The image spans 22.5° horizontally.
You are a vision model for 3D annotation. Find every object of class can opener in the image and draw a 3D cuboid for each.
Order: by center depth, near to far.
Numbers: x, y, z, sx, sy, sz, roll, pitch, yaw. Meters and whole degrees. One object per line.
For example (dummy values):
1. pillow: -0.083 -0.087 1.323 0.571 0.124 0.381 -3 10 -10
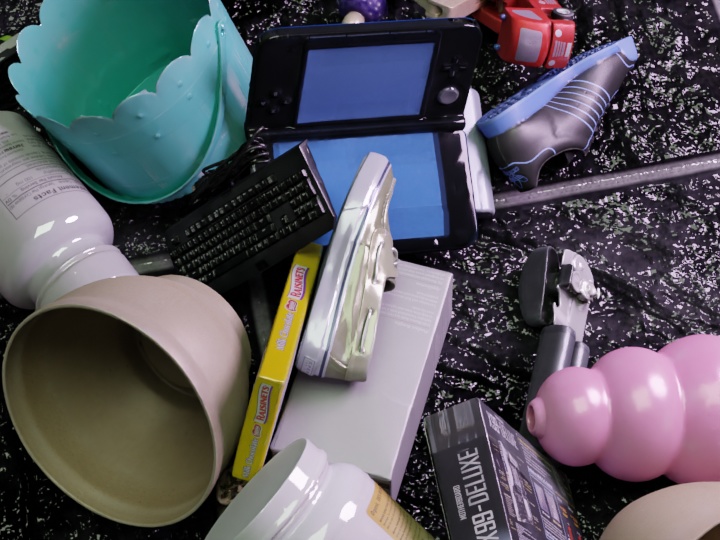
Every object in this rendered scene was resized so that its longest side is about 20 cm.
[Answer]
1. can opener: 0.163 0.072 1.539 0.066 0.053 0.202 -12 52 34

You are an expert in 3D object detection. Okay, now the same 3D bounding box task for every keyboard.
1. keyboard: -0.108 -0.046 1.513 0.039 0.199 0.105 -16 80 -47

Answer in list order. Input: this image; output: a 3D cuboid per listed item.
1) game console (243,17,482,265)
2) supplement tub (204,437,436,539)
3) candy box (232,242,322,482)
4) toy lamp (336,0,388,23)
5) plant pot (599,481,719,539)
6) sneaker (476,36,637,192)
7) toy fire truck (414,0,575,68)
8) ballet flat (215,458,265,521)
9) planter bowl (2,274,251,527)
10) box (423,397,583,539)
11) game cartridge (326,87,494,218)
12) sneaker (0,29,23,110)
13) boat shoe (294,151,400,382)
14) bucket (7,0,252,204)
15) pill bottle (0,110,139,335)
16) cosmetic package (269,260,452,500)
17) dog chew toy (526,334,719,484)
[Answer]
1. game console: 0.009 -0.110 1.529 0.198 0.171 0.119 -6 51 -15
2. supplement tub: -0.010 0.236 1.348 0.200 0.144 0.145 44 66 -8
3. candy box: -0.065 0.070 1.457 0.026 0.103 0.201 14 33 0
4. toy lamp: -0.031 -0.175 1.669 0.058 0.058 0.201 15 60 9
5. plant pot: 0.251 0.242 1.373 0.199 0.202 0.134 -31 30 -17
6. sneaker: 0.190 -0.144 1.650 0.199 0.070 0.078 -34 100 -30
7. toy fire truck: 0.105 -0.250 1.679 0.140 0.049 0.200 0 32 -16
8. ballet flat: -0.084 0.238 1.429 0.067 0.046 0.202 -26 60 27
9. planter bowl: -0.170 0.085 1.459 0.199 0.202 0.135 25 37 14
10. box: 0.122 0.204 1.371 0.049 0.200 0.159 -22 60 17
11. game cartridge: 0.017 -0.107 1.605 0.198 0.040 0.135 -4 74 -15
12. sneaker: -0.377 -0.177 1.661 0.199 0.072 0.083 -36 65 -18
13. boat shoe: 0.000 0.000 1.477 0.061 0.072 0.202 18 69 -4
14. bucket: -0.190 -0.166 1.582 0.205 0.135 0.209 -17 49 20
15. pill bottle: -0.278 -0.032 1.554 0.114 0.115 0.200 -35 66 -18
16. cosmetic package: 0.004 0.091 1.502 0.106 0.090 0.201 15 64 10
17. dog chew toy: 0.231 0.116 1.453 0.198 0.125 0.126 -1 60 -12
